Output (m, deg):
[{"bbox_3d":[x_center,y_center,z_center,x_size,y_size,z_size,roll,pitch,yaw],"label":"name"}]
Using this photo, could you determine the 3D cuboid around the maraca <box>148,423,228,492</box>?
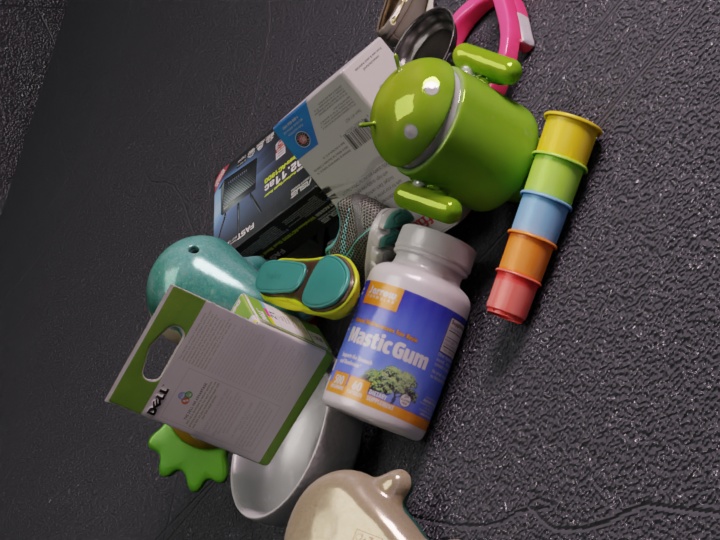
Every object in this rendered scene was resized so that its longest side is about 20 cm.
[{"bbox_3d":[-0.181,0.160,1.535,0.136,0.107,0.201,21,90,25],"label":"maraca"}]

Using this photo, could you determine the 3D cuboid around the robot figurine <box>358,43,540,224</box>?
[{"bbox_3d":[0.095,-0.134,1.280,0.177,0.199,0.116,-65,25,-2],"label":"robot figurine"}]

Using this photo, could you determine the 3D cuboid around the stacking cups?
[{"bbox_3d":[0.172,-0.049,1.230,0.060,0.060,0.202,6,75,62],"label":"stacking cups"}]

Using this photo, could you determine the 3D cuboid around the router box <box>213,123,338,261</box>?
[{"bbox_3d":[-0.098,-0.097,1.580,0.200,0.062,0.151,-35,43,33],"label":"router box"}]

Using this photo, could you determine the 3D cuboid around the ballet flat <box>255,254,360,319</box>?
[{"bbox_3d":[-0.040,0.020,1.358,0.199,0.067,0.067,6,68,58],"label":"ballet flat"}]

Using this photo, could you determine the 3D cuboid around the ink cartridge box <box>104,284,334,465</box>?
[{"bbox_3d":[-0.151,0.097,1.354,0.148,0.199,0.076,-58,27,11],"label":"ink cartridge box"}]

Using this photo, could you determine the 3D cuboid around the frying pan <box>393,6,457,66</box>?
[{"bbox_3d":[0.098,-0.260,1.498,0.189,0.031,0.116,-7,62,52],"label":"frying pan"}]

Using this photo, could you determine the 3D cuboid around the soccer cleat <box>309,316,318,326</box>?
[{"bbox_3d":[-0.111,0.100,1.611,0.085,0.068,0.202,24,94,53],"label":"soccer cleat"}]

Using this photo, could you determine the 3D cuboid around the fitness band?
[{"bbox_3d":[0.135,-0.248,1.487,0.144,0.037,0.201,-47,31,33],"label":"fitness band"}]

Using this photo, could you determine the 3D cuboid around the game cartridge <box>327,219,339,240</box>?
[{"bbox_3d":[-0.010,-0.103,1.589,0.201,0.040,0.134,-103,29,-51],"label":"game cartridge"}]

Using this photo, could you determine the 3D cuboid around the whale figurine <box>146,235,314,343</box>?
[{"bbox_3d":[-0.152,0.025,1.476,0.199,0.104,0.159,16,43,26],"label":"whale figurine"}]

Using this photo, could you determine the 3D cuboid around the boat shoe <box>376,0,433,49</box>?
[{"bbox_3d":[0.064,-0.377,1.697,0.072,0.060,0.203,-27,45,51],"label":"boat shoe"}]

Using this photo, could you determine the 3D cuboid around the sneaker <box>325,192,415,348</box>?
[{"bbox_3d":[0.000,0.000,1.409,0.091,0.077,0.201,35,129,28],"label":"sneaker"}]

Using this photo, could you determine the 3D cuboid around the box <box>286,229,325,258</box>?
[{"bbox_3d":[-0.092,-0.052,1.687,0.049,0.082,0.201,-35,39,44],"label":"box"}]

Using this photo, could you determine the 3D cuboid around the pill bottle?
[{"bbox_3d":[0.045,0.060,1.308,0.112,0.111,0.201,6,74,62],"label":"pill bottle"}]

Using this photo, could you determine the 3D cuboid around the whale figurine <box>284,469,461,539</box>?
[{"bbox_3d":[0.023,0.269,1.219,0.199,0.104,0.160,11,75,38],"label":"whale figurine"}]

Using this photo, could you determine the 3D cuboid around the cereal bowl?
[{"bbox_3d":[-0.058,0.189,1.421,0.200,0.083,0.201,-41,36,39],"label":"cereal bowl"}]

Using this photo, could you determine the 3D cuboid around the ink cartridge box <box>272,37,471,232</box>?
[{"bbox_3d":[0.024,-0.125,1.397,0.146,0.200,0.084,-30,13,49],"label":"ink cartridge box"}]
